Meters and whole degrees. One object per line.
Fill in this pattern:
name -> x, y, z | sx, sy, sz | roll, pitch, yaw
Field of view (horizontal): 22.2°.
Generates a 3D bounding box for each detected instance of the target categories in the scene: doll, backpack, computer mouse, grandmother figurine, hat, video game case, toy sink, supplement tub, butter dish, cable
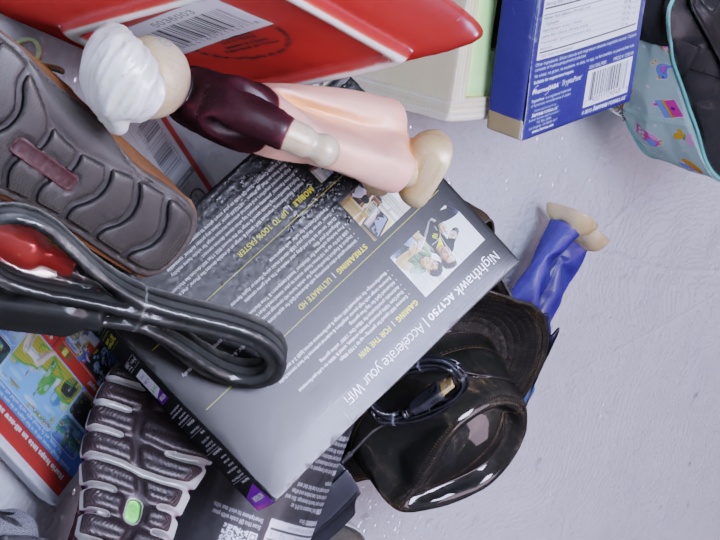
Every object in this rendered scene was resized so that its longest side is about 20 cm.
doll -> 0.117, 0.051, 1.345 | 0.201, 0.048, 0.136 | -65, 155, -7
backpack -> 0.246, -0.171, 1.328 | 0.176, 0.153, 0.200 | -50, 128, -22
computer mouse -> -0.007, 0.119, 1.143 | 0.200, 0.059, 0.034 | -46, -178, 29
grandmother figurine -> -0.055, -0.080, 0.931 | 0.199, 0.121, 0.061 | 15, 85, -37
hat -> 0.050, 0.105, 1.193 | 0.200, 0.081, 0.201 | -19, 144, -15
video game case -> -0.148, 0.014, 1.025 | 0.200, 0.017, 0.143 | -54, 140, -22
toy sink -> 0.070, -0.201, 1.128 | 0.130, 0.112, 0.201 | -9, 112, -50
supplement tub -> -0.078, 0.141, 1.095 | 0.107, 0.107, 0.201 | 25, 86, -53
butter dish -> -0.062, -0.182, 0.942 | 0.199, 0.199, 0.149 | 19, 67, -53
cable -> -0.127, 0.006, 0.926 | 0.199, 0.051, 0.097 | 9, 132, -16

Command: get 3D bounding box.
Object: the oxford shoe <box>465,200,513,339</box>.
oxford shoe -> 0.063, 0.044, 1.249 | 0.073, 0.084, 0.201 | -37, 134, -42

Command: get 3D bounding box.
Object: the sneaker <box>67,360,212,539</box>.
sneaker -> -0.140, 0.135, 1.033 | 0.075, 0.116, 0.201 | 25, 57, -13

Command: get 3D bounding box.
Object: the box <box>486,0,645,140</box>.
box -> 0.133, -0.187, 1.094 | 0.121, 0.032, 0.201 | -22, 127, -46

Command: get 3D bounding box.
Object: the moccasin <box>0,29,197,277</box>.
moccasin -> -0.167, -0.073, 0.917 | 0.201, 0.078, 0.074 | 32, 93, -33

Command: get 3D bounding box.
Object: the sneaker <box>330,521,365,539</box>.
sneaker -> -0.050, 0.239, 1.190 | 0.200, 0.082, 0.077 | -37, 132, -36

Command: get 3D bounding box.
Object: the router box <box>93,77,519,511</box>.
router box -> -0.033, 0.010, 1.016 | 0.200, 0.149, 0.051 | -43, 180, -18

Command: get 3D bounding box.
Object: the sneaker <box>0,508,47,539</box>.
sneaker -> -0.217, 0.125, 0.943 | 0.114, 0.075, 0.201 | -18, 124, -47
